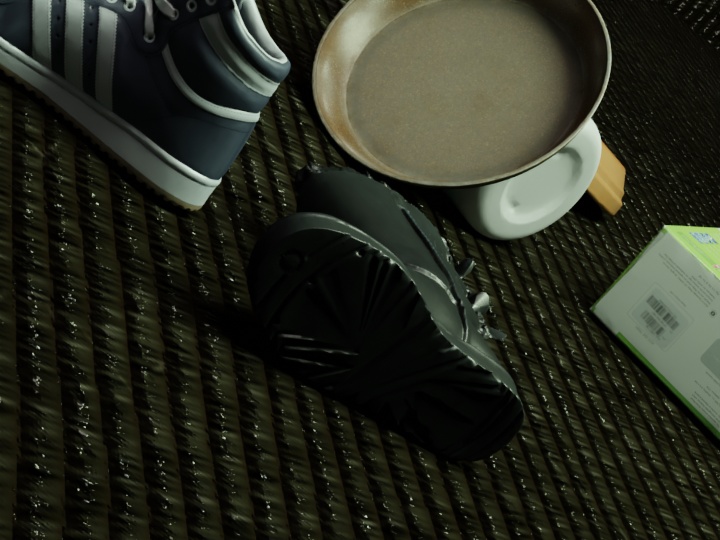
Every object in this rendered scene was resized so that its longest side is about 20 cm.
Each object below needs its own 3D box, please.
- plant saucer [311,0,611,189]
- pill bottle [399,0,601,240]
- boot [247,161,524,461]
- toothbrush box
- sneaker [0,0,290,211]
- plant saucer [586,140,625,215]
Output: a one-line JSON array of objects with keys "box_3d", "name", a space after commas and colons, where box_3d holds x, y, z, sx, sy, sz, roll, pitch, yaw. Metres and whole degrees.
[{"box_3d": [0.067, -0.127, 1.423, 0.201, 0.199, 0.032, 53, -13, 35], "name": "plant saucer"}, {"box_3d": [0.074, -0.123, 1.507, 0.110, 0.111, 0.200, 21, 26, -50], "name": "pill bottle"}, {"box_3d": [0.000, -0.001, 1.097, 0.198, 0.073, 0.163, 39, 17, -36], "name": "boot"}, {"box_3d": [0.270, 0.046, 1.566, 0.146, 0.086, 0.200, 46, 18, 16], "name": "toothbrush box"}, {"box_3d": [-0.127, -0.132, 1.075, 0.200, 0.109, 0.070, 39, 16, -9], "name": "sneaker"}, {"box_3d": [0.156, -0.132, 1.779, 0.200, 0.037, 0.200, 48, 8, -9], "name": "plant saucer"}]
